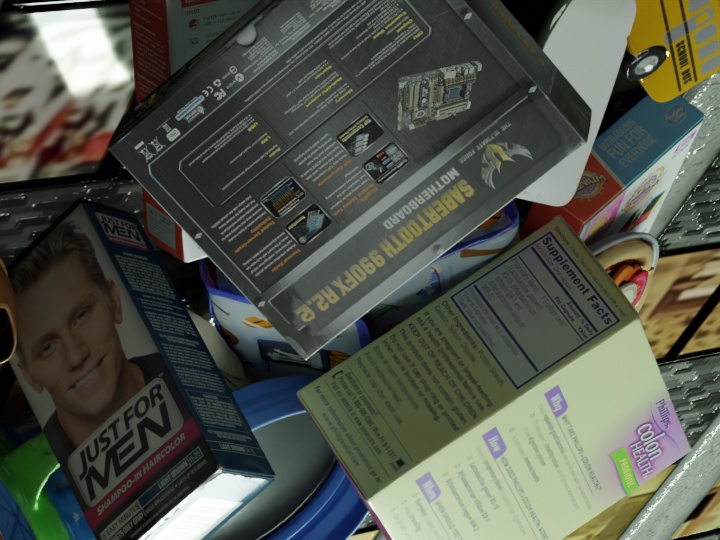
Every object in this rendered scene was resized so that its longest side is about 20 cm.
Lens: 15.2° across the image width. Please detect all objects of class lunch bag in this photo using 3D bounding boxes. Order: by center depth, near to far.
[{"bbox_3d":[0.000,0.000,1.711,0.199,0.124,0.170,-21,157,-4],"label":"lunch bag"}]

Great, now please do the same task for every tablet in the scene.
[{"bbox_3d":[0.060,-0.111,1.498,0.199,0.014,0.131,10,104,-36],"label":"tablet"}]

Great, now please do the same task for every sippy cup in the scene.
[{"bbox_3d":[-0.181,0.137,1.770,0.130,0.140,0.178,-29,-163,-23],"label":"sippy cup"}]

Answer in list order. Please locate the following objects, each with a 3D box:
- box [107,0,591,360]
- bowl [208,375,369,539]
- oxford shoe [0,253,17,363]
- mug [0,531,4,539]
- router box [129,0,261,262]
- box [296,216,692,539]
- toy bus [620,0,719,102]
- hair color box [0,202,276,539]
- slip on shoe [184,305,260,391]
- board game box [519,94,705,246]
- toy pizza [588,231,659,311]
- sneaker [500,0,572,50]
[{"bbox_3d":[-0.005,-0.073,1.385,0.200,0.158,0.048,-38,-165,21],"label":"box"},{"bbox_3d":[-0.074,0.146,1.728,0.200,0.039,0.201,-24,145,-18],"label":"bowl"},{"bbox_3d":[-0.240,-0.005,1.528,0.071,0.071,0.200,-30,151,4],"label":"oxford shoe"},{"bbox_3d":[-0.276,0.191,1.675,0.133,0.201,0.178,-23,152,-14],"label":"mug"},{"bbox_3d":[-0.026,-0.116,1.481,0.199,0.049,0.181,-15,117,-27],"label":"router box"},{"bbox_3d":[0.087,0.095,1.684,0.199,0.097,0.176,-33,144,-2],"label":"box"},{"bbox_3d":[0.176,-0.179,1.645,0.078,0.065,0.200,-30,153,-1],"label":"toy bus"},{"bbox_3d":[-0.141,0.070,1.604,0.100,0.201,0.060,-41,151,21],"label":"hair color box"},{"bbox_3d":[-0.093,0.092,1.745,0.061,0.076,0.200,-61,146,-18],"label":"slip on shoe"},{"bbox_3d":[0.151,-0.017,1.850,0.153,0.040,0.200,-39,160,-39],"label":"board game box"},{"bbox_3d":[0.135,0.055,1.822,0.200,0.032,0.200,-38,158,-18],"label":"toy pizza"},{"bbox_3d":[0.046,-0.110,1.423,0.074,0.079,0.201,24,111,-36],"label":"sneaker"}]
